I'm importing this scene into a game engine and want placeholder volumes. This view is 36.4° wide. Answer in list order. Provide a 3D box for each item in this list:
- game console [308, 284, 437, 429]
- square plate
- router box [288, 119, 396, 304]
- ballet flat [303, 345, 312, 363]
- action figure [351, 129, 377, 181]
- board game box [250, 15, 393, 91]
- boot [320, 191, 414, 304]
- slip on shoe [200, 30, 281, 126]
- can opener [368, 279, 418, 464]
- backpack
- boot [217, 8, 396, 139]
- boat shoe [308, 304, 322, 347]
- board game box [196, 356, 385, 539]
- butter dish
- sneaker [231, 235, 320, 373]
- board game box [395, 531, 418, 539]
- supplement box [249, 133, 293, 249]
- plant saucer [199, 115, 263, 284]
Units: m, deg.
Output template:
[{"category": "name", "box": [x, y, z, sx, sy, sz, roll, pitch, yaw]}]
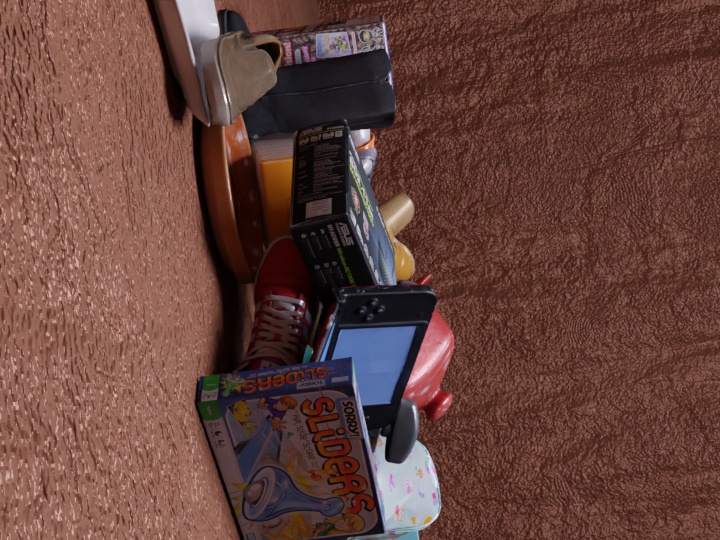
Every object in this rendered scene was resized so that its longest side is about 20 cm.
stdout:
[{"category": "game console", "box": [-0.007, 0.125, 1.074, 0.119, 0.171, 0.201, -116, -147, -44]}, {"category": "square plate", "box": [-0.169, -0.268, 1.028, 0.199, 0.028, 0.201, -95, 176, -51]}, {"category": "router box", "box": [-0.014, -0.031, 1.135, 0.150, 0.062, 0.201, -92, 166, -46]}, {"category": "ballet flat", "box": [-0.078, 0.194, 1.376, 0.063, 0.068, 0.201, 155, -67, -64]}, {"category": "action figure", "box": [-0.028, -0.126, 1.417, 0.200, 0.104, 0.194, -115, -150, -48]}, {"category": "board game box", "box": [-0.061, -0.266, 1.421, 0.160, 0.199, 0.097, -85, 168, -74]}, {"category": "boot", "box": [0.001, 0.000, 1.363, 0.071, 0.144, 0.202, 38, -28, 20]}, {"category": "slip on shoe", "box": [-0.112, -0.190, 1.053, 0.200, 0.060, 0.077, -88, 171, -71]}, {"category": "can opener", "box": [0.041, 0.112, 1.224, 0.053, 0.066, 0.201, -148, -112, -77]}, {"category": "backpack", "box": [-0.001, 0.262, 1.294, 0.199, 0.126, 0.168, 13, 69, -49]}, {"category": "boot", "box": [-0.064, -0.241, 1.297, 0.066, 0.199, 0.166, 56, 27, -83]}, {"category": "boat shoe", "box": [-0.083, 0.053, 1.495, 0.076, 0.071, 0.201, -28, 111, -73]}, {"category": "board game box", "box": [-0.057, 0.168, 0.980, 0.035, 0.134, 0.201, -93, 173, -52]}, {"category": "butter dish", "box": [0.054, 0.137, 1.431, 0.200, 0.148, 0.200, -47, 171, -33]}, {"category": "sneaker", "box": [-0.084, 0.067, 1.077, 0.112, 0.071, 0.201, -50, 148, -86]}, {"category": "board game box", "box": [-0.006, 0.282, 1.465, 0.047, 0.150, 0.201, 85, -2, -61]}, {"category": "supplement box", "box": [-0.087, -0.090, 1.297, 0.200, 0.073, 0.127, -125, -153, -70]}, {"category": "plant saucer", "box": [-0.135, -0.085, 1.147, 0.200, 0.032, 0.202, -9, 90, -88]}]
